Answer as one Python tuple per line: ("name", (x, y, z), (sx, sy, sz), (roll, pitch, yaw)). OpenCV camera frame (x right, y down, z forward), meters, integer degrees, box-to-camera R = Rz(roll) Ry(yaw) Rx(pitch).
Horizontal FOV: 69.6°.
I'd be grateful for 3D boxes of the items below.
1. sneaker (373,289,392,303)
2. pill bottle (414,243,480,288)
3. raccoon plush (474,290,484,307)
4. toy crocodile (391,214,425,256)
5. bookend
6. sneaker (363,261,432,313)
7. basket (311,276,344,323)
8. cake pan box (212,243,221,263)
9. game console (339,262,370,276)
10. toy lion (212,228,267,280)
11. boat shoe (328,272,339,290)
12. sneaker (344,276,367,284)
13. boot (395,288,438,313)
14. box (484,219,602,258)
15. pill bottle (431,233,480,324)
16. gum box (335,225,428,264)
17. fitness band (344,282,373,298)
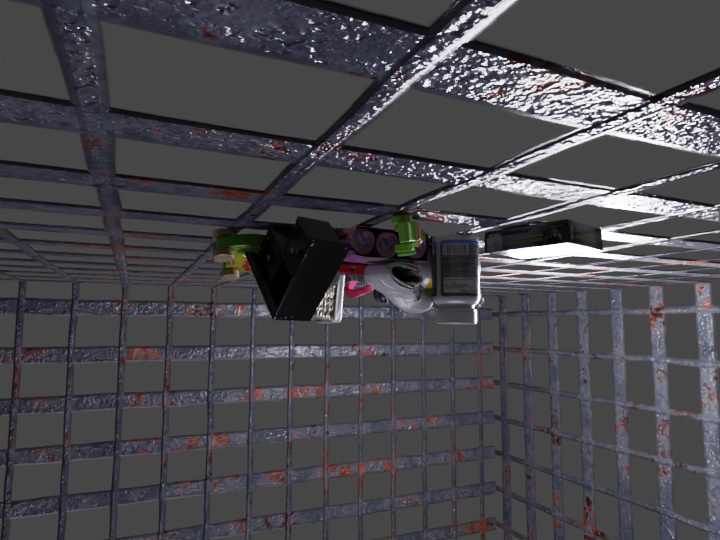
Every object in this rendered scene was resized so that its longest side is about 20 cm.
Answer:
("sneaker", (0.095, 0.028, 1.544), (0.085, 0.079, 0.199), (8, -142, 44))
("pill bottle", (0.198, -0.010, 1.334), (0.196, 0.115, 0.112), (1, 174, -15))
("raccoon plush", (0.265, 0.034, 1.507), (0.096, 0.202, 0.134), (-31, 174, 0))
("toy crocodile", (0.096, -0.068, 1.014), (0.060, 0.069, 0.200), (-6, 176, 7))
("bookend", (-0.133, -0.039, 1.052), (0.091, 0.200, 0.202), (6, 128, -38))
("sneaker", (0.113, 0.042, 1.170), (0.198, 0.075, 0.115), (28, 161, -29))
("basket", (-0.134, 0.051, 1.554), (0.122, 0.205, 0.134), (11, 169, -38))
("cake pan box", (-0.280, -0.038, 1.413), (0.180, 0.054, 0.200), (-3, 174, 11))
("game console", (0.000, 0.000, 1.290), (0.196, 0.032, 0.176), (5, 179, -21))
("toy lion", (-0.242, -0.035, 1.221), (0.187, 0.070, 0.201), (-5, 161, -9))
("boat shoe", (-0.098, -0.018, 1.139), (0.071, 0.072, 0.200), (-29, -153, -1))
("sneaker", (0.012, 0.002, 1.780), (0.081, 0.076, 0.198), (-15, -170, -38))
("boot", (0.203, 0.084, 1.361), (0.145, 0.071, 0.199), (30, -135, 25))
("box", (0.395, -0.063, 1.126), (0.156, 0.050, 0.198), (6, 172, -42))
("pill bottle", (0.224, 0.023, 1.220), (0.111, 0.205, 0.114), (0, 175, 0))
("gum box", (0.040, -0.053, 1.157), (0.196, 0.068, 0.113), (4, 174, -28))
("fitness band", (0.019, 0.041, 1.850), (0.141, 0.038, 0.200), (-13, -161, 21))
